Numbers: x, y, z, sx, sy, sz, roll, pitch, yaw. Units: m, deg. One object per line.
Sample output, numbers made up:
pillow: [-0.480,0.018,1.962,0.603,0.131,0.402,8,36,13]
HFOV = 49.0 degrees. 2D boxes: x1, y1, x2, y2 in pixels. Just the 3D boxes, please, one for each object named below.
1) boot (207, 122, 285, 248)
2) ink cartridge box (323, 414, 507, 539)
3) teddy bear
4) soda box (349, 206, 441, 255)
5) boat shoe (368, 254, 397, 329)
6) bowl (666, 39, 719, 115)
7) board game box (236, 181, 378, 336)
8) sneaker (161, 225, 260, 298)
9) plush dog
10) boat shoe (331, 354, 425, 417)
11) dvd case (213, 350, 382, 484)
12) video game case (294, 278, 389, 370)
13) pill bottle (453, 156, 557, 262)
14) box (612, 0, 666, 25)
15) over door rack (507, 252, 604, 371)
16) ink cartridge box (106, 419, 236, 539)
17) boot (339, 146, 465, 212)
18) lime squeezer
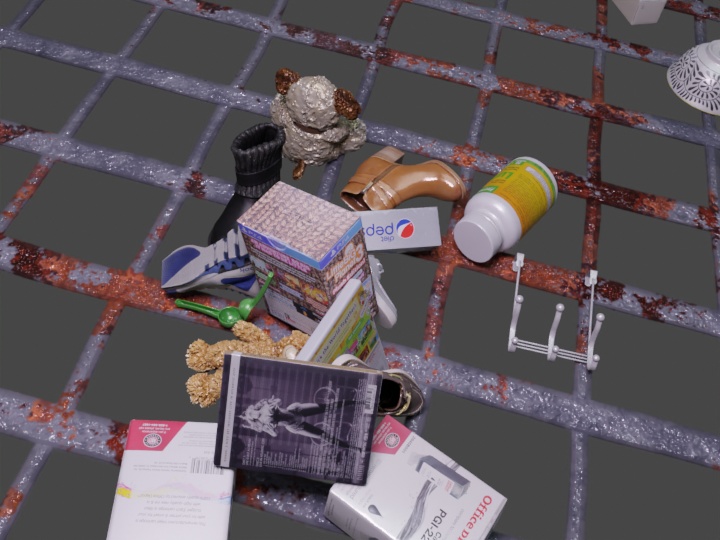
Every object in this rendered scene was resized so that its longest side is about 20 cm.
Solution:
boot: [-0.190,-0.131,1.306,0.078,0.159,0.213,19,51,8]
ink cartridge box: [0.072,0.312,1.037,0.198,0.086,0.146,33,54,16]
teddy bear: [-0.159,0.139,1.153,0.195,0.067,0.147,10,53,0]
soda box: [0.034,-0.063,1.332,0.195,0.063,0.070,-5,84,-12]
boat shoe: [0.000,0.000,1.255,0.068,0.072,0.200,-40,84,-23]
bowl: [0.792,-0.444,1.747,0.196,0.095,0.204,4,51,-5]
board game box: [-0.073,-0.003,1.161,0.158,0.202,0.097,25,56,30]
sneaker: [-0.210,0.007,1.246,0.196,0.116,0.082,-20,47,14]
plush dog: [-0.090,-0.275,1.427,0.196,0.173,0.162,19,51,7]
boat shoe: [0.033,0.171,1.092,0.059,0.199,0.073,35,93,42]
dvd case: [-0.079,0.184,0.982,0.195,0.152,0.016,8,14,-3]
video game case: [-0.030,0.146,1.098,0.022,0.184,0.201,9,45,31]
pill bottle: [0.251,-0.103,1.380,0.110,0.112,0.199,35,55,20]
box: [0.665,-0.694,1.945,0.080,0.069,0.203,-7,53,-14]
over door rack: [0.319,0.056,1.292,0.144,0.067,0.203,13,51,1]
ink cartridge box: [-0.234,0.300,1.000,0.144,0.086,0.203,5,52,-5]
boot: [0.074,-0.138,1.410,0.197,0.075,0.155,24,50,26]
lime squeezer: [-0.190,0.050,1.203,0.197,0.072,0.038,-15,17,33]
